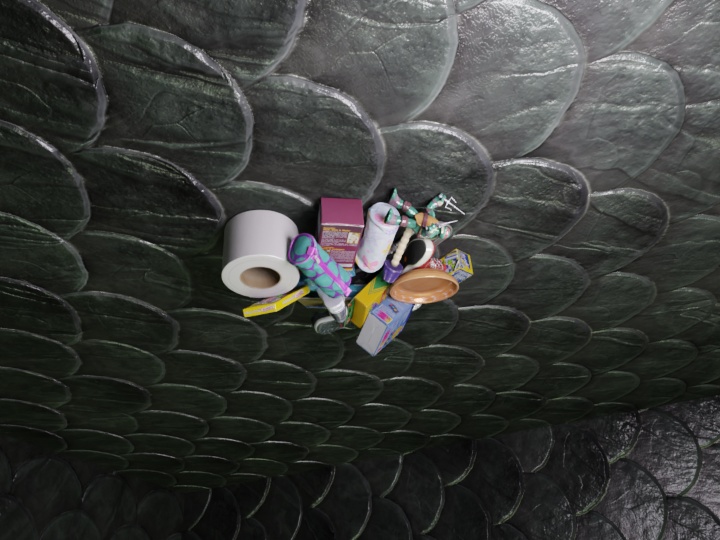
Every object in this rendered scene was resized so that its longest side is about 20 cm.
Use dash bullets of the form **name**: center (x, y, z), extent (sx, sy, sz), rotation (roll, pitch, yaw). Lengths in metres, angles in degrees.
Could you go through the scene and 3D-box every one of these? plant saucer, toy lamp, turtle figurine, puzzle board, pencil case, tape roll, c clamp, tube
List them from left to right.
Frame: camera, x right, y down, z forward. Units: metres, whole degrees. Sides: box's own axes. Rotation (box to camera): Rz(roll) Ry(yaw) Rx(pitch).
- **tape roll**: center (-0.257, -0.039, 1.508), extent (0.197, 0.142, 0.204), rotation (-4, 147, -3)
- **pencil case**: center (-0.101, -0.007, 1.468), extent (0.092, 0.086, 0.200), rotation (28, 168, 40)
- **puzzle board**: center (-0.087, 0.099, 1.802), extent (0.195, 0.018, 0.151), rotation (2, 168, 8)
- **tube**: center (-0.065, 0.066, 1.786), extent (0.195, 0.052, 0.078), rotation (0, 155, -2)
- **pencil case**: center (0.041, -0.085, 1.524), extent (0.083, 0.090, 0.201), rotation (-39, 163, -35)
- **toy lamp**: center (0.108, -0.055, 1.550), extent (0.057, 0.059, 0.203), rotation (8, 127, -20)
- **c clamp**: center (0.148, -0.088, 1.596), extent (0.169, 0.028, 0.199), rotation (23, 138, -36)
- **plant saucer**: center (0.178, 0.042, 1.642), extent (0.195, 0.038, 0.201), rotation (-2, 157, -1)
- **turtle figurine**: center (0.160, -0.125, 1.429), extent (0.196, 0.151, 0.102), rotation (18, 128, -8)

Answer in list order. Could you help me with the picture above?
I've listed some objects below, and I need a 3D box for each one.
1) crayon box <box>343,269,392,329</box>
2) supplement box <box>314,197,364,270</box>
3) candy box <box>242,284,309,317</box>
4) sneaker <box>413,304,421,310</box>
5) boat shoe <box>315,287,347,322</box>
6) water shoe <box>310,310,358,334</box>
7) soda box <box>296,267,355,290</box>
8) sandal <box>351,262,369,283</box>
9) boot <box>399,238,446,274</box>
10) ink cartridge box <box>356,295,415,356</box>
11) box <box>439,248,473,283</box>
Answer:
- **crayon box**: center (0.035, 0.085, 1.702), extent (0.050, 0.200, 0.128), rotation (36, 149, 18)
- **supplement box**: center (-0.060, -0.091, 1.505), extent (0.108, 0.087, 0.201), rotation (2, 147, -10)
- **candy box**: center (-0.222, 0.081, 1.563), extent (0.100, 0.027, 0.200), rotation (-14, -173, 23)
- **sneaker**: center (0.094, 0.100, 1.850), extent (0.196, 0.075, 0.080), rotation (-22, 132, 15)
- **boat shoe**: center (-0.078, 0.080, 1.664), extent (0.070, 0.200, 0.069), rotation (-24, 120, -6)
- **water shoe**: center (-0.060, 0.139, 1.813), extent (0.196, 0.079, 0.073), rotation (-9, 127, -27)
- **soda box**: center (-0.116, 0.001, 1.655), extent (0.196, 0.069, 0.064), rotation (-18, 146, 19)
- **sandal**: center (0.000, 0.000, 1.694), extent (0.075, 0.044, 0.200), rotation (16, 141, -30)
- **boot**: center (0.195, -0.032, 1.619), extent (0.141, 0.074, 0.200), rotation (2, 159, -19)
- **ink cartridge box**: center (0.087, 0.146, 1.745), extent (0.076, 0.199, 0.138), rotation (35, 129, 16)
- **box**: center (0.239, 0.020, 1.732), extent (0.063, 0.071, 0.199), rotation (21, 139, -35)
